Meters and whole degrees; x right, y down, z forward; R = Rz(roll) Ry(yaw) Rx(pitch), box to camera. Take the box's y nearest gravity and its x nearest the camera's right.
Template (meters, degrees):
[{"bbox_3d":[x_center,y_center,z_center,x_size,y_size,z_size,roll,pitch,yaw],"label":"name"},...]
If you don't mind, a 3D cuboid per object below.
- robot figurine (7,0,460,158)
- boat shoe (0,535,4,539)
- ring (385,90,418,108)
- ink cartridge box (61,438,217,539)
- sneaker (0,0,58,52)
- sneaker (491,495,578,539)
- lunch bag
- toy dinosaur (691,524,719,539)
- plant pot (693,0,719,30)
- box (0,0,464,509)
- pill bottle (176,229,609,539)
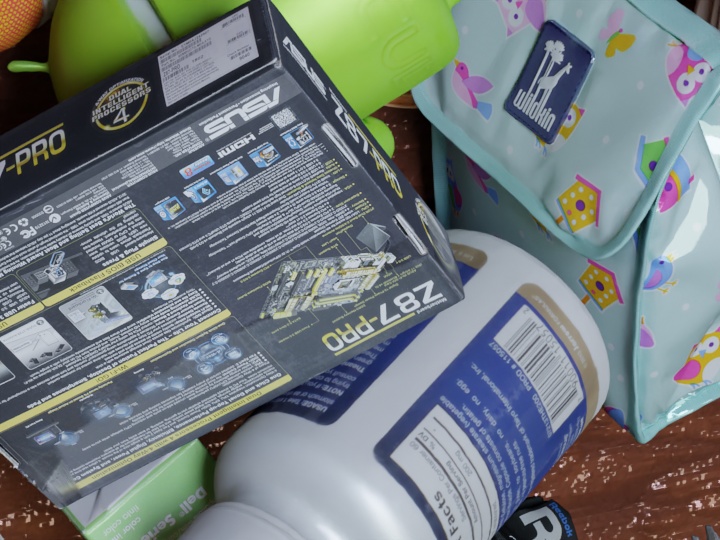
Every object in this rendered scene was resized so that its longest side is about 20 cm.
[{"bbox_3d":[-0.040,-0.105,1.131,0.200,0.116,0.176,-32,104,0],"label":"robot figurine"},{"bbox_3d":[-0.185,0.141,1.227,0.066,0.072,0.200,-15,118,-28],"label":"boat shoe"},{"bbox_3d":[0.036,-0.171,1.250,0.200,0.019,0.201,-11,115,-24],"label":"ring"},{"bbox_3d":[-0.069,0.138,1.260,0.067,0.117,0.200,-41,123,-7],"label":"ink cartridge box"},{"bbox_3d":[-0.185,-0.164,1.096,0.077,0.073,0.200,-34,123,-17],"label":"sneaker"},{"bbox_3d":[0.058,0.129,1.327,0.112,0.073,0.200,-28,156,-21],"label":"sneaker"},{"bbox_3d":[0.111,-0.053,1.225,0.122,0.170,0.200,-27,137,-21],"label":"lunch bag"},{"bbox_3d":[0.150,0.227,1.418,0.181,0.105,0.200,-13,99,-34],"label":"toy dinosaur"},{"bbox_3d":[0.210,-0.091,1.311,0.201,0.093,0.201,4,90,-71],"label":"plant pot"},{"bbox_3d":[-0.081,-0.002,1.094,0.200,0.049,0.161,-28,132,13],"label":"box"},{"bbox_3d":[0.009,0.082,1.163,0.200,0.111,0.111,-46,128,-33],"label":"pill bottle"}]
